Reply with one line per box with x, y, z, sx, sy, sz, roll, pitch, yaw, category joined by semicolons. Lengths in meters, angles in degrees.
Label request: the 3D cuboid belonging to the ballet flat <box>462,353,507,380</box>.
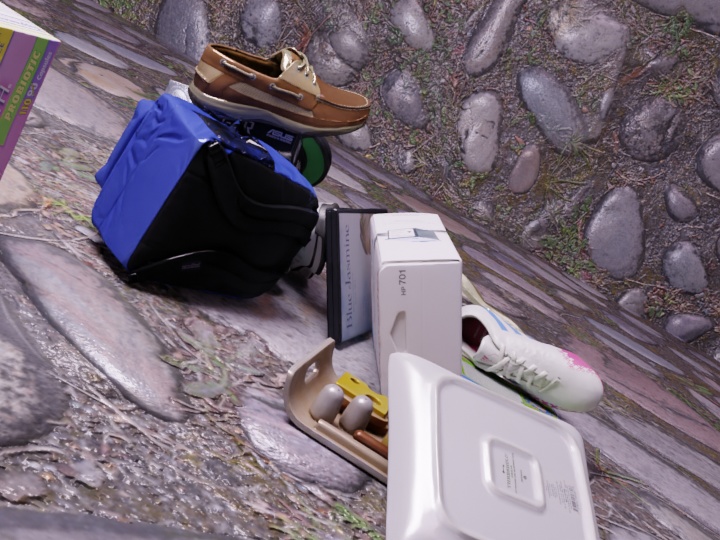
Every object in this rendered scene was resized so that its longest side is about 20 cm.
0.173;0.117;1.189;0.198;0.067;0.067;30;33;14;ballet flat

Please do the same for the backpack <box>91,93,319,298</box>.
-0.146;-0.076;0.918;0.199;0.163;0.168;20;25;-48;backpack

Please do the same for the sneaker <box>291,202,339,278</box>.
-0.094;-0.043;1.086;0.114;0.077;0.201;18;-15;-8;sneaker

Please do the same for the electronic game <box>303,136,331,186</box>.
-0.130;-0.159;1.127;0.197;0.042;0.201;14;-27;7;electronic game

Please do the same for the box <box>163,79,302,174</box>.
-0.148;-0.132;1.082;0.158;0.044;0.200;19;-18;3;box

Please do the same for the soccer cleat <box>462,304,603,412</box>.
0.177;0.106;1.047;0.199;0.071;0.086;30;20;28;soccer cleat

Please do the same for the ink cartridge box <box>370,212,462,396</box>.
0.054;0.033;0.970;0.084;0.149;0.200;-2;16;-3;ink cartridge box

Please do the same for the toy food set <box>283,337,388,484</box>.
0.037;0.128;0.792;0.198;0.061;0.143;32;12;7;toy food set

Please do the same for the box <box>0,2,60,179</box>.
-0.362;-0.149;0.698;0.198;0.178;0.097;32;13;13;box

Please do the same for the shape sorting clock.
0.158;0.152;1.030;0.198;0.040;0.200;29;8;-4;shape sorting clock

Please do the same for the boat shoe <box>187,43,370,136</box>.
-0.079;-0.193;0.968;0.197;0.075;0.076;4;32;-25;boat shoe

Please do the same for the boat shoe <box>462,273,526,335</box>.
0.162;0.081;1.287;0.201;0.072;0.066;47;53;7;boat shoe

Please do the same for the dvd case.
0.000;0.000;1.066;0.017;0.145;0.200;0;3;18;dvd case

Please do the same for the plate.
0.111;0.162;0.704;0.198;0.032;0.201;25;37;-18;plate
